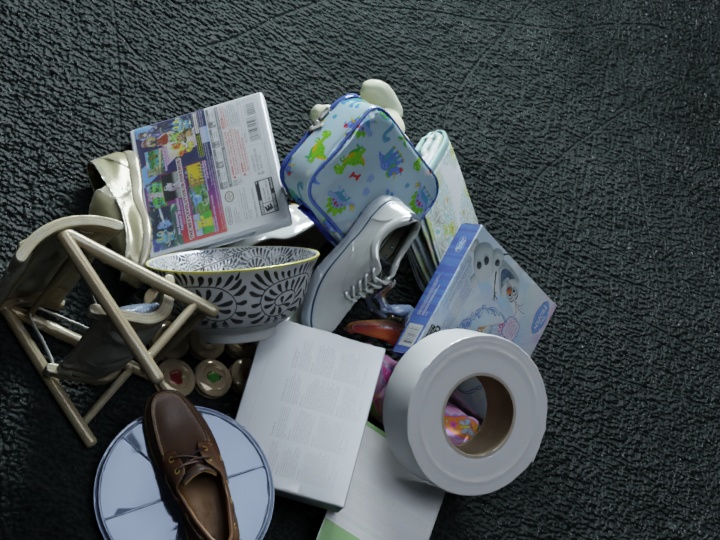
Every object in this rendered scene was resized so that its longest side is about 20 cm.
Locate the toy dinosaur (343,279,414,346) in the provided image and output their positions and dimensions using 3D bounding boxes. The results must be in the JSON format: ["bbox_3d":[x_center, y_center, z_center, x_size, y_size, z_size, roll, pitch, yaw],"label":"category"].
[{"bbox_3d":[0.066,0.098,1.599,0.182,0.105,0.200,53,52,-11],"label":"toy dinosaur"}]

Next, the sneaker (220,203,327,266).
[{"bbox_3d":[-0.131,-0.038,1.561,0.085,0.073,0.200,30,33,27],"label":"sneaker"}]

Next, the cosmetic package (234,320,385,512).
[{"bbox_3d":[-0.069,0.169,1.422,0.151,0.052,0.200,18,70,-5],"label":"cosmetic package"}]

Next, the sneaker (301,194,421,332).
[{"bbox_3d":[0.000,0.000,1.466,0.073,0.200,0.071,30,3,-46],"label":"sneaker"}]

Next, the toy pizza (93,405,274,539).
[{"bbox_3d":[-0.196,0.249,1.332,0.200,0.032,0.201,5,68,-13],"label":"toy pizza"}]

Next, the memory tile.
[{"bbox_3d":[-0.195,0.064,1.485,0.153,0.017,0.200,3,62,-34],"label":"memory tile"}]

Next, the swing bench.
[{"bbox_3d":[-0.297,0.054,1.296,0.200,0.199,0.130,43,47,-7],"label":"swing bench"}]

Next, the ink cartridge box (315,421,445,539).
[{"bbox_3d":[0.020,0.302,1.473,0.145,0.048,0.200,35,51,-13],"label":"ink cartridge box"}]

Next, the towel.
[{"bbox_3d":[0.107,-0.083,1.708,0.200,0.048,0.171,-59,137,-50],"label":"towel"}]

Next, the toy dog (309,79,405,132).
[{"bbox_3d":[-0.007,-0.130,1.674,0.194,0.139,0.200,52,40,-37],"label":"toy dog"}]

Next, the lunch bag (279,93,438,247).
[{"bbox_3d":[-0.002,-0.110,1.506,0.161,0.082,0.200,-51,136,-8],"label":"lunch bag"}]

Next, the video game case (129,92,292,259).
[{"bbox_3d":[-0.191,-0.118,1.508,0.182,0.023,0.200,-16,62,3],"label":"video game case"}]

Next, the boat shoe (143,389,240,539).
[{"bbox_3d":[-0.177,0.217,1.294,0.072,0.068,0.200,-18,74,-20],"label":"boat shoe"}]

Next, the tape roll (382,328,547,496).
[{"bbox_3d":[0.132,0.175,1.487,0.202,0.071,0.203,-2,94,-25],"label":"tape roll"}]

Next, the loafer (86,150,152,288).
[{"bbox_3d":[-0.296,-0.062,1.456,0.068,0.076,0.200,-2,51,-19],"label":"loafer"}]

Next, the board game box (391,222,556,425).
[{"bbox_3d":[0.155,0.075,1.589,0.199,0.043,0.200,43,70,-36],"label":"board game box"}]

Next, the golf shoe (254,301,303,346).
[{"bbox_3d":[-0.072,0.043,1.540,0.092,0.075,0.200,45,46,-14],"label":"golf shoe"}]

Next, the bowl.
[{"bbox_3d":[-0.144,0.030,1.379,0.201,0.201,0.094,-10,102,-39],"label":"bowl"}]

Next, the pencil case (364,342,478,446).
[{"bbox_3d":[0.057,0.176,1.554,0.200,0.087,0.087,36,49,-12],"label":"pencil case"}]
